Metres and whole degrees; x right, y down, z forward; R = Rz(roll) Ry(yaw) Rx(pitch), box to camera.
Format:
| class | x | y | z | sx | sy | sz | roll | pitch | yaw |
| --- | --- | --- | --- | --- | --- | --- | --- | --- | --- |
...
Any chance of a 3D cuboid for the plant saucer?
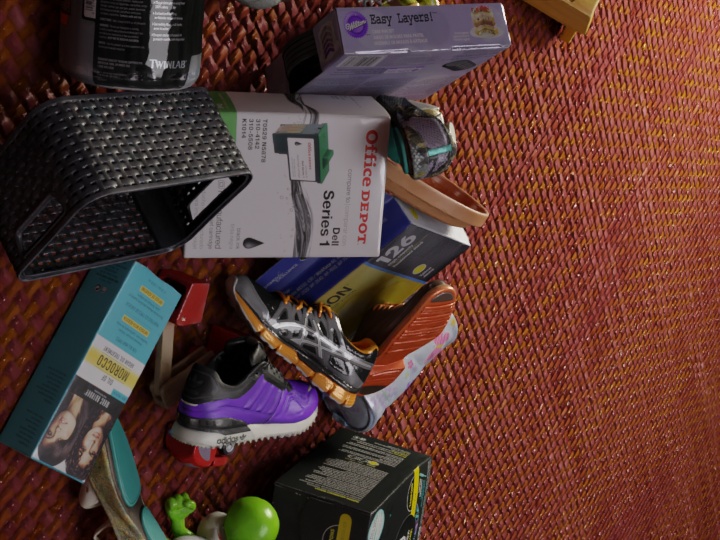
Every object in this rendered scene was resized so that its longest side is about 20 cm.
| class | x | y | z | sx | sy | sz | roll | pitch | yaw |
| --- | --- | --- | --- | --- | --- | --- | --- | --- | --- |
| plant saucer | 0.050 | -0.103 | 1.444 | 0.199 | 0.200 | 0.033 | 16 | 110 | -56 |

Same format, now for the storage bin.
| class | x | y | z | sx | sy | sz | roll | pitch | yaw |
| --- | --- | --- | --- | --- | --- | --- | --- | --- | --- |
| storage bin | -0.207 | -0.076 | 1.120 | 0.135 | 0.095 | 0.199 | -39 | 166 | 36 |

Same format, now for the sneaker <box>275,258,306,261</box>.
| class | x | y | z | sx | sy | sz | roll | pitch | yaw |
| --- | --- | --- | --- | --- | --- | --- | --- | --- | --- |
| sneaker | -0.063 | -0.056 | 1.408 | 0.076 | 0.076 | 0.201 | -59 | 145 | -21 |

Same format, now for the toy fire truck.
| class | x | y | z | sx | sy | sz | roll | pitch | yaw |
| --- | --- | --- | --- | --- | --- | --- | --- | --- | --- |
| toy fire truck | -0.171 | 0.106 | 1.353 | 0.140 | 0.048 | 0.203 | 7 | 100 | -55 |

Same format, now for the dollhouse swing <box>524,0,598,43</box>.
| class | x | y | z | sx | sy | sz | roll | pitch | yaw |
| --- | --- | --- | --- | --- | --- | --- | --- | --- | --- |
| dollhouse swing | 0.265 | -0.427 | 1.743 | 0.180 | 0.176 | 0.202 | 26 | 82 | -14 |

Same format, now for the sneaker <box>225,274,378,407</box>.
| class | x | y | z | sx | sy | sz | roll | pitch | yaw |
| --- | --- | --- | --- | --- | --- | --- | --- | --- | --- |
| sneaker | -0.063 | 0.061 | 1.412 | 0.200 | 0.078 | 0.077 | 41 | 89 | -26 |

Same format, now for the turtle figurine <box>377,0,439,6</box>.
| class | x | y | z | sx | sy | sz | roll | pitch | yaw |
| --- | --- | --- | --- | --- | --- | --- | --- | --- | --- |
| turtle figurine | 0.035 | -0.280 | 1.452 | 0.160 | 0.064 | 0.202 | -32 | 145 | -31 |

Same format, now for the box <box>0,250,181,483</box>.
| class | x | y | z | sx | sy | sz | roll | pitch | yaw |
| --- | --- | --- | --- | --- | --- | --- | --- | --- | --- |
| box | -0.250 | 0.089 | 1.232 | 0.082 | 0.049 | 0.202 | 43 | 70 | -53 |

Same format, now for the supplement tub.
| class | x | y | z | sx | sy | sz | roll | pitch | yaw |
| --- | --- | --- | --- | --- | --- | --- | --- | --- | --- |
| supplement tub | -0.187 | -0.258 | 1.097 | 0.122 | 0.121 | 0.203 | -15 | 117 | -51 |

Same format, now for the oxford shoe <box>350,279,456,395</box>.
| class | x | y | z | sx | sy | sz | roll | pitch | yaw |
| --- | --- | --- | --- | --- | --- | --- | --- | --- | --- |
| oxford shoe | 0.035 | 0.061 | 1.473 | 0.071 | 0.074 | 0.200 | -2 | 147 | -39 |

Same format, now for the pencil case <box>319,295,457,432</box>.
| class | x | y | z | sx | sy | sz | roll | pitch | yaw |
| --- | --- | --- | --- | --- | --- | --- | --- | --- | --- |
| pencil case | 0.037 | 0.111 | 1.623 | 0.200 | 0.082 | 0.092 | -44 | 149 | -35 |

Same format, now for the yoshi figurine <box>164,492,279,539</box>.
| class | x | y | z | sx | sy | sz | roll | pitch | yaw |
| --- | --- | --- | --- | --- | --- | --- | --- | --- | --- |
| yoshi figurine | -0.160 | 0.295 | 1.409 | 0.199 | 0.111 | 0.114 | -24 | 117 | -51 |

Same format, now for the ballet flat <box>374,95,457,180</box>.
| class | x | y | z | sx | sy | sz | roll | pitch | yaw |
| --- | --- | --- | --- | --- | --- | --- | --- | --- | --- |
| ballet flat | 0.056 | -0.134 | 1.303 | 0.071 | 0.201 | 0.073 | -3 | 108 | -9 |

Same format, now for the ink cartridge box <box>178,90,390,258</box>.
| class | x | y | z | sx | sy | sz | roll | pitch | yaw |
| --- | --- | --- | --- | --- | --- | --- | --- | --- | --- |
| ink cartridge box | -0.076 | -0.092 | 1.279 | 0.197 | 0.084 | 0.148 | -1 | 110 | -14 |

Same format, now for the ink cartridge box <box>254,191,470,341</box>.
| class | x | y | z | sx | sy | sz | roll | pitch | yaw |
| --- | --- | --- | --- | --- | --- | --- | --- | --- | --- |
| ink cartridge box | 0.000 | 0.000 | 1.459 | 0.197 | 0.047 | 0.199 | -38 | 155 | 21 |

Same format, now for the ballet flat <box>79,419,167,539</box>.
| class | x | y | z | sx | sy | sz | roll | pitch | yaw |
| --- | --- | --- | --- | --- | --- | --- | --- | --- | --- |
| ballet flat | -0.237 | 0.234 | 1.290 | 0.070 | 0.070 | 0.202 | -33 | 108 | -42 |

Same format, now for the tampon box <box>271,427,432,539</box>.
| class | x | y | z | sx | sy | sz | roll | pitch | yaw |
| --- | --- | --- | --- | --- | --- | --- | --- | --- | --- |
| tampon box | -0.015 | 0.300 | 1.558 | 0.200 | 0.125 | 0.152 | -28 | 129 | -64 |

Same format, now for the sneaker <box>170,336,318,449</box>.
| class | x | y | z | sx | sy | sz | roll | pitch | yaw |
| --- | --- | --- | --- | --- | --- | --- | --- | --- | --- |
| sneaker | -0.106 | 0.116 | 1.345 | 0.199 | 0.069 | 0.101 | -7 | 108 | -54 |

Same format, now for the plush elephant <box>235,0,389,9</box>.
| class | x | y | z | sx | sy | sz | roll | pitch | yaw |
| --- | --- | --- | --- | --- | --- | --- | --- | --- | --- |
| plush elephant | -0.079 | -0.312 | 1.223 | 0.153 | 0.165 | 0.202 | -24 | 94 | -4 |

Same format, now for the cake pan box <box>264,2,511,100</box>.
| class | x | y | z | sx | sy | sz | roll | pitch | yaw |
| --- | --- | --- | --- | --- | --- | --- | --- | --- | --- |
| cake pan box | 0.020 | -0.211 | 1.316 | 0.197 | 0.184 | 0.053 | -8 | 82 | -26 |
